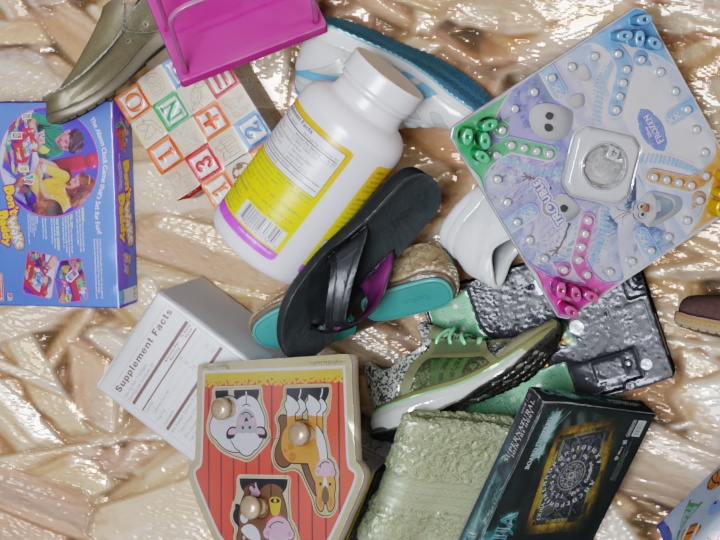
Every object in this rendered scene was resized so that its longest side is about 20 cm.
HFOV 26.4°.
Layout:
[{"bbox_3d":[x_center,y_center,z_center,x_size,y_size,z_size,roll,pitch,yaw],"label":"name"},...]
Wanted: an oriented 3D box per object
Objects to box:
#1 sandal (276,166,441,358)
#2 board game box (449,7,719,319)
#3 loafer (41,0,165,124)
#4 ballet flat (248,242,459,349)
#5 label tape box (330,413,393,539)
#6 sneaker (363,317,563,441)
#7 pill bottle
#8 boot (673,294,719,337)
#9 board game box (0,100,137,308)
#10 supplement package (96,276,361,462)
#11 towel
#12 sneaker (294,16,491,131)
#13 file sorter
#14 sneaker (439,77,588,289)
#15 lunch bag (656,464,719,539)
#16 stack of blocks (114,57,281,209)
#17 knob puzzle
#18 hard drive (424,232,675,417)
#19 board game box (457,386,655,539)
[{"bbox_3d":[0.000,-0.001,1.320,0.201,0.075,0.048,-52,44,4],"label":"sandal"},{"bbox_3d":[0.208,-0.089,1.312,0.200,0.026,0.200,-33,105,-3],"label":"board game box"},{"bbox_3d":[-0.222,-0.212,1.418,0.200,0.076,0.067,-43,101,-13],"label":"loafer"},{"bbox_3d":[-0.006,0.021,1.403,0.200,0.065,0.071,-12,132,12],"label":"ballet flat"},{"bbox_3d":[-0.030,0.220,1.385,0.066,0.200,0.143,25,103,12],"label":"label tape box"},{"bbox_3d":[0.083,0.077,1.371,0.200,0.077,0.089,-27,73,12],"label":"sneaker"},{"bbox_3d":[-0.033,-0.093,1.332,0.104,0.104,0.200,40,106,7],"label":"pill bottle"},{"bbox_3d":[0.374,-0.020,1.327,0.200,0.072,0.167,1,86,16],"label":"boot"},{"bbox_3d":[-0.291,-0.065,1.498,0.134,0.045,0.200,2,98,15],"label":"board game box"},{"bbox_3d":[-0.121,0.113,1.439,0.200,0.117,0.117,37,105,8],"label":"supplement package"},{"bbox_3d":[0.104,0.194,1.372,0.200,0.036,0.149,10,110,-28],"label":"towel"},{"bbox_3d":[0.033,-0.159,1.389,0.200,0.076,0.081,28,111,17],"label":"sneaker"},{"bbox_3d":[-0.133,-0.293,1.333,0.139,0.125,0.200,-22,71,-6],"label":"file sorter"},{"bbox_3d":[0.155,-0.073,1.350,0.089,0.075,0.200,51,120,38],"label":"sneaker"},{"bbox_3d":[0.388,0.248,1.323,0.200,0.124,0.170,42,106,-8],"label":"lunch bag"},{"bbox_3d":[-0.126,-0.109,1.440,0.115,0.059,0.200,-33,88,17],"label":"stack of blocks"},{"bbox_3d":[-0.079,0.175,1.306,0.219,0.030,0.220,-4,84,37],"label":"knob puzzle"},{"bbox_3d":[0.170,0.058,1.395,0.200,0.038,0.140,-19,92,16],"label":"hard drive"},{"bbox_3d":[0.167,0.199,1.365,0.028,0.135,0.200,46,119,50],"label":"board game box"}]
